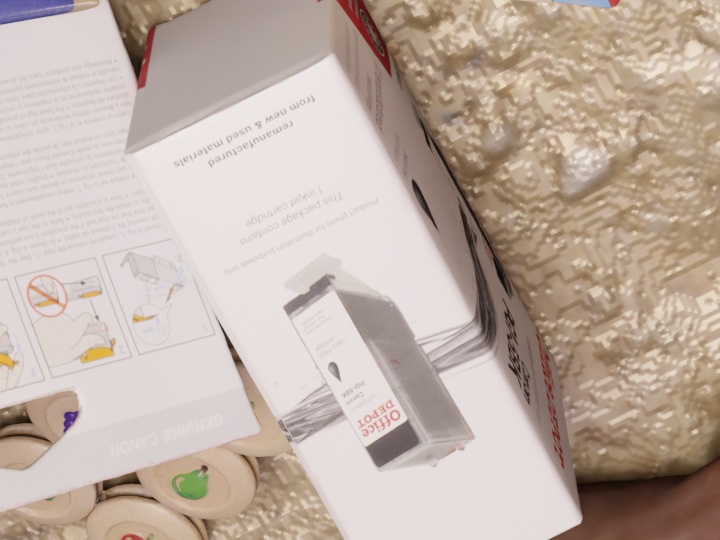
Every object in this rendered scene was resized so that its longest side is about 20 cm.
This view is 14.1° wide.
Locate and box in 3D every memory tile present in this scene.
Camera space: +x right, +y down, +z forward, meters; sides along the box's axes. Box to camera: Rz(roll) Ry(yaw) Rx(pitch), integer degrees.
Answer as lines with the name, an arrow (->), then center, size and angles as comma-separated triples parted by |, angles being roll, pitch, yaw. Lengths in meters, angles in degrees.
memory tile -> -0.128, 0.043, 1.125 | 0.200, 0.017, 0.153 | 29, 135, -10

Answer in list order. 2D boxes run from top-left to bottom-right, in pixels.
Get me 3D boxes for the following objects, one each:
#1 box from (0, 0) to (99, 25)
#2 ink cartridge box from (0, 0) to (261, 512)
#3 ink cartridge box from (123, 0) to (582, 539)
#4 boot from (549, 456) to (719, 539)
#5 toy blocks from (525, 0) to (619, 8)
box -> -0.185, -0.131, 0.965 | 0.200, 0.032, 0.121 | -15, 98, -36
ink cartridge box -> -0.148, 0.002, 1.002 | 0.044, 0.200, 0.174 | -29, 79, 52
ink cartridge box -> 0.000, 0.000, 1.064 | 0.083, 0.147, 0.200 | -26, 111, 9
boot -> 0.143, 0.052, 1.086 | 0.186, 0.064, 0.200 | 1, 139, -8
toy blocks -> 0.045, -0.162, 0.974 | 0.137, 0.100, 0.200 | 11, 143, 40
